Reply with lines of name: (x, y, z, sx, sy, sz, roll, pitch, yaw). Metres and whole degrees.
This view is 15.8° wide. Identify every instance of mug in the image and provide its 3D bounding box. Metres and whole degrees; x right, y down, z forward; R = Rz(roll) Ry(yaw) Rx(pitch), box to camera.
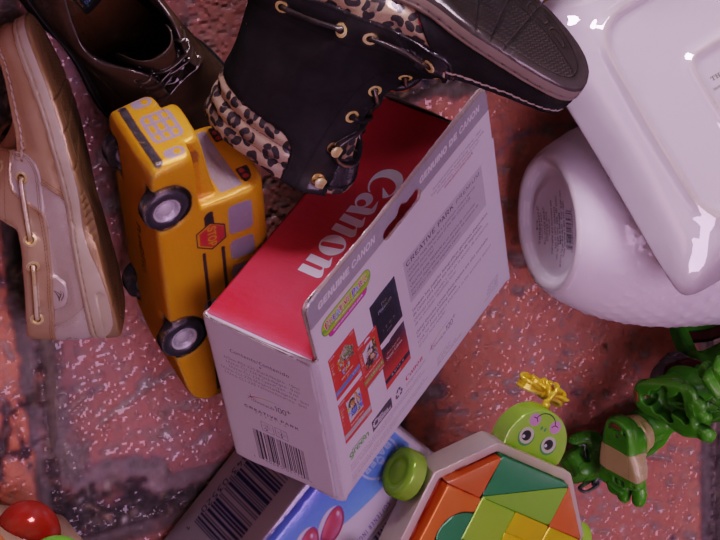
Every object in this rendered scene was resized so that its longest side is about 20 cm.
mug: (0.198, -0.061, 1.660, 0.174, 0.148, 0.202, -5, 110, -22)

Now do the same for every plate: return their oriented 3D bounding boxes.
plate: (0.225, -0.115, 1.599, 0.199, 0.032, 0.201, -31, 90, -25)

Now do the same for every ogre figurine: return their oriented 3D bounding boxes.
ogre figurine: (0.225, 0.083, 1.728, 0.119, 0.098, 0.201, -28, 153, -35)

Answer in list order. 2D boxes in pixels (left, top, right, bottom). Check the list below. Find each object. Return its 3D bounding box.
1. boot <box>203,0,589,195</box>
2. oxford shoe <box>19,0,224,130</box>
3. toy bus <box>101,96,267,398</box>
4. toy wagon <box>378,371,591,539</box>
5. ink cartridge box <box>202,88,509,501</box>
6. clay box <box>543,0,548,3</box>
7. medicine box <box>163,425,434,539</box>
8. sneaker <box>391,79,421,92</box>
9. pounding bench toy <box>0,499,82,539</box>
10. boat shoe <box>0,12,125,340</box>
boot: (0.014, -0.108, 1.453, 0.199, 0.073, 0.151, 26, 125, -2)
oxford shoe: (-0.123, -0.118, 1.509, 0.073, 0.084, 0.200, -51, 124, -4)
toy bus: (-0.098, -0.015, 1.531, 0.078, 0.065, 0.201, -21, 138, -17)
toy wagon: (0.077, 0.160, 1.621, 0.154, 0.040, 0.201, 25, 95, -33)
ink cartridge box: (0.000, 0.000, 1.542, 0.200, 0.083, 0.176, -51, 150, -31)
clay box: (0.162, -0.247, 1.629, 0.114, 0.048, 0.202, 9, 104, -30)
medicine box: (-0.006, 0.192, 1.674, 0.200, 0.103, 0.183, 40, 88, -32)
sneaker: (-0.010, -0.195, 1.533, 0.070, 0.090, 0.201, -31, 120, -14)
pounding bench toy: (-0.215, 0.229, 1.521, 0.123, 0.200, 0.157, 13, 103, -30)
boat shoe: (-0.190, -0.047, 1.507, 0.069, 0.074, 0.202, -12, 110, 3)
